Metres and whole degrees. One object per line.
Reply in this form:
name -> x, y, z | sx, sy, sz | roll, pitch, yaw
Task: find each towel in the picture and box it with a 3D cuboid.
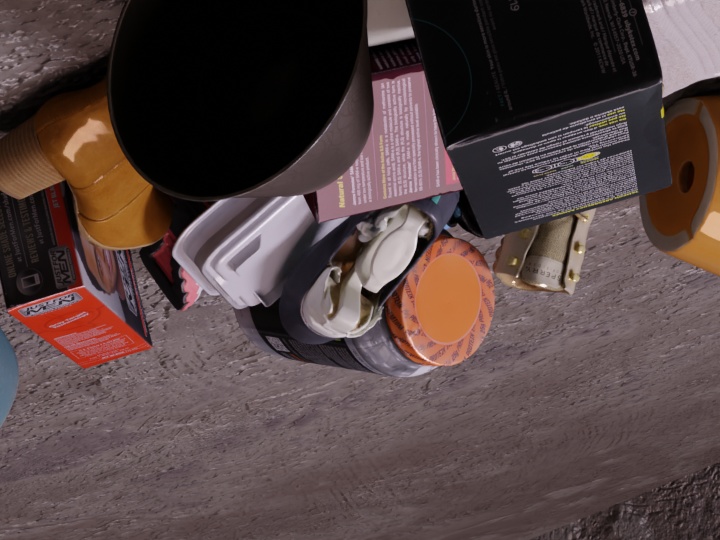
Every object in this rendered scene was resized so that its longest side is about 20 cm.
towel -> 0.232, -0.170, 1.654 | 0.132, 0.035, 0.200 | -21, 164, 14

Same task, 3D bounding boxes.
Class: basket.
basket -> -0.057, -0.114, 1.370 | 0.135, 0.181, 0.200 | 25, 178, 8

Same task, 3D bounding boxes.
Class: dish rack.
dish rack -> -0.035, -0.048, 1.655 | 0.200, 0.044, 0.172 | -40, 165, -2

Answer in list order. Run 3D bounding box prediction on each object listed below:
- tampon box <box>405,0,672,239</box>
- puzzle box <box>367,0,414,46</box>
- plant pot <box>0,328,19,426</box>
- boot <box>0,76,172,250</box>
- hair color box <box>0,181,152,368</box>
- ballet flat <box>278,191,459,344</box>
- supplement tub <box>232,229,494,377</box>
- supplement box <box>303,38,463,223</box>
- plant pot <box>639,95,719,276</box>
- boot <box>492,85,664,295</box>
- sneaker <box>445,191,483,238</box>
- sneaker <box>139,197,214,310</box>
tampon box -> 0.103, -0.127, 1.360 | 0.125, 0.151, 0.200 | -16, 165, 5
puzzle box -> 0.063, -0.195, 1.414 | 0.132, 0.026, 0.200 | -12, 164, -16
plant pot -> -0.356, 0.053, 1.616 | 0.199, 0.201, 0.135 | -17, 128, 5
boot -> -0.139, -0.076, 1.543 | 0.143, 0.071, 0.201 | -23, 159, 25
hair color box -> -0.210, -0.002, 1.671 | 0.061, 0.102, 0.200 | -16, 165, 5
ballet flat -> 0.000, 0.000, 1.635 | 0.073, 0.073, 0.200 | 0, 142, -44
supplement tub -> 0.002, 0.016, 1.782 | 0.122, 0.123, 0.199 | -2, -174, -40
supplement box -> 0.054, -0.110, 1.544 | 0.199, 0.061, 0.109 | -13, 127, -11
plant pot -> 0.333, -0.063, 1.870 | 0.182, 0.201, 0.200 | 8, 156, -21
boot -> 0.152, -0.063, 1.670 | 0.072, 0.156, 0.200 | 19, 170, -10
sneaker -> 0.069, -0.061, 1.764 | 0.078, 0.091, 0.200 | -12, 165, -13
sneaker -> -0.109, -0.045, 1.725 | 0.087, 0.074, 0.200 | -33, 170, -23
